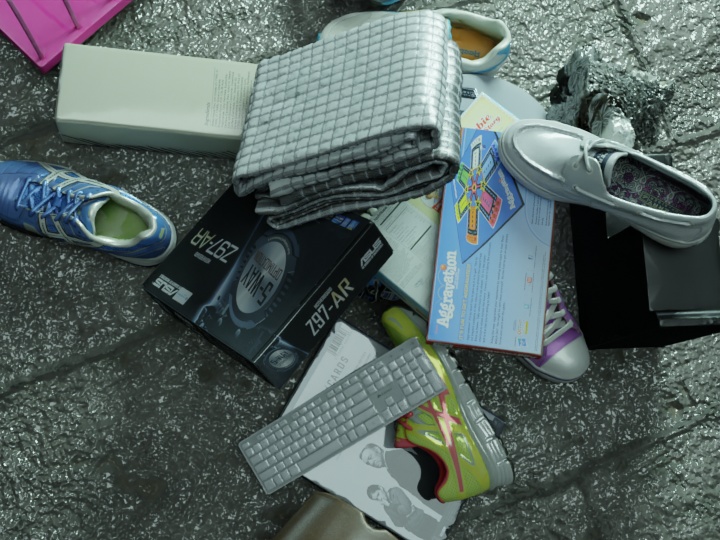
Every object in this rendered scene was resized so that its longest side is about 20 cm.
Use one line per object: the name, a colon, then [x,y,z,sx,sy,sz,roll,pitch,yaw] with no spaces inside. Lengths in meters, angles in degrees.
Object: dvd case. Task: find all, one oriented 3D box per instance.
dvd case: [0.023,0.161,1.031,0.199,0.025,0.151,32,77,-2]

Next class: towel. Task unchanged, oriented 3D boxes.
towel: [-0.006,-0.129,0.938,0.198,0.086,0.167,-15,47,23]

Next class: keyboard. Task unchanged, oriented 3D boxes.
keyboard: [-0.019,0.135,0.976,0.199,0.011,0.057,-32,82,11]

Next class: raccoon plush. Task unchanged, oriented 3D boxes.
raccoon plush: [0.268,-0.141,1.054,0.133,0.097,0.201,13,38,-16]

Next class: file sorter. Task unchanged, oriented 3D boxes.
file sorter: [-0.284,-0.322,0.996,0.139,0.126,0.200,42,76,14]

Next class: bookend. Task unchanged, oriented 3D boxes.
bookend: [0.279,-0.033,1.019,0.091,0.199,0.202,-2,80,-8]

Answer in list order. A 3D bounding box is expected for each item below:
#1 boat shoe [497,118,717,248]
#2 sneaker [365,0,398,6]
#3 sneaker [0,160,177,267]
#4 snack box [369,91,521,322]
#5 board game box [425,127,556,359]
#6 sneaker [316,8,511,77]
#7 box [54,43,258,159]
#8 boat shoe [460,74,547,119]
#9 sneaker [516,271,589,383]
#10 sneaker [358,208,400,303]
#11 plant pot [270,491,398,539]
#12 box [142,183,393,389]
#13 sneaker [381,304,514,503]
boat shoe: [0.211,-0.082,0.911,0.199,0.069,0.072,33,77,13]
sneaker: [0.053,-0.367,1.091,0.079,0.096,0.201,31,76,-3]
sneaker: [-0.268,-0.062,0.992,0.198,0.077,0.076,15,80,-5]
snack box: [0.094,-0.057,0.984,0.116,0.037,0.200,39,79,13]
board game box: [0.120,-0.027,0.945,0.102,0.019,0.202,8,75,1]
sneaker: [0.055,-0.235,1.077,0.198,0.081,0.077,-1,82,-9]
box: [-0.189,-0.161,1.027,0.198,0.068,0.083,6,78,-8]
boat shoe: [0.104,-0.153,1.078,0.199,0.070,0.071,3,59,-34]
sneaker: [0.166,0.023,1.035,0.072,0.114,0.201,-37,89,-15]
sneaker: [0.000,0.000,1.028,0.199,0.079,0.089,-36,85,-14]
plant pot: [-0.042,0.315,0.916,0.200,0.200,0.199,39,69,-1]
box: [-0.089,-0.001,0.962,0.160,0.199,0.044,-49,132,-13]
sneaker: [0.063,0.127,0.994,0.090,0.078,0.201,-28,81,-3]
